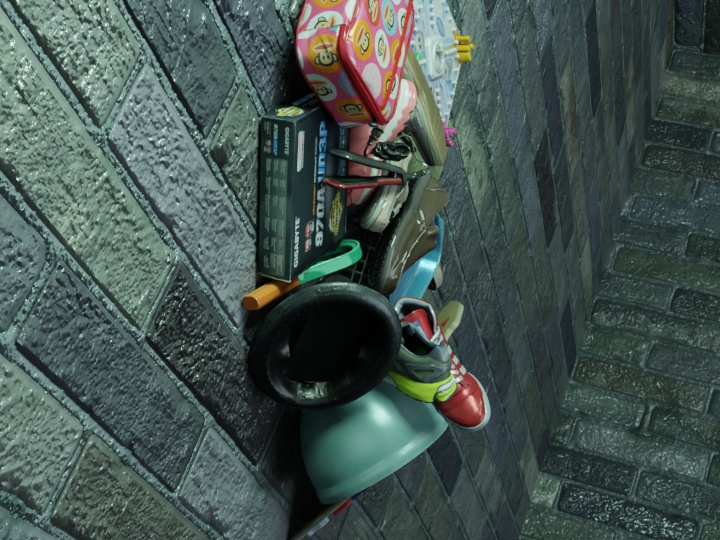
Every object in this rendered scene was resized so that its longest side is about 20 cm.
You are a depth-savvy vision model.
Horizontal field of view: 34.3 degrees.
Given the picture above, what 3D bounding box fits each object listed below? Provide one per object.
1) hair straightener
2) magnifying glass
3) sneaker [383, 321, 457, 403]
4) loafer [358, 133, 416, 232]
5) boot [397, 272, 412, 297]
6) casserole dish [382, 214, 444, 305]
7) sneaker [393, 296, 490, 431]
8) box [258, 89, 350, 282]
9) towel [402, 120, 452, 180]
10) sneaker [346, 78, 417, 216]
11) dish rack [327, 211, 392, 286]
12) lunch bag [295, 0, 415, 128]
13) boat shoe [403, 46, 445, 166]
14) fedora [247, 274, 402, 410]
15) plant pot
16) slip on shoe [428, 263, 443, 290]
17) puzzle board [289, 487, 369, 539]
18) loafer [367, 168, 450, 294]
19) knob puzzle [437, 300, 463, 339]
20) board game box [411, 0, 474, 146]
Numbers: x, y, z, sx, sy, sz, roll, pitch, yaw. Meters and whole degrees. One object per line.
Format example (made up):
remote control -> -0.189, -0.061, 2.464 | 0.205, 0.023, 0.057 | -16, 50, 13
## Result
hair straightener -> 0.029, -0.138, 1.432 | 0.200, 0.041, 0.077 | -4, 111, -52
magnifying glass -> -0.071, 0.002, 1.423 | 0.200, 0.080, 0.022 | -34, 117, -47
sneaker -> 0.035, 0.097, 1.490 | 0.074, 0.200, 0.081 | -37, 136, -50
loafer -> 0.044, -0.120, 1.556 | 0.072, 0.063, 0.200 | -46, -156, 38
boot -> 0.071, 0.044, 1.809 | 0.200, 0.075, 0.107 | 81, 16, -57
casserole dish -> 0.065, 0.001, 1.657 | 0.121, 0.039, 0.200 | 80, 32, -48
sneaker -> 0.102, 0.121, 1.567 | 0.071, 0.200, 0.112 | -33, 148, 1
box -> -0.065, -0.107, 1.391 | 0.159, 0.046, 0.200 | -41, 139, -58
towel -> 0.089, -0.182, 1.762 | 0.200, 0.036, 0.149 | 25, 80, -70
sneaker -> -0.008, -0.166, 1.501 | 0.087, 0.074, 0.200 | 23, 97, -25
dish rack -> 0.000, 0.000, 1.621 | 0.153, 0.055, 0.200 | 24, 82, -68
lunch bag -> 0.002, -0.269, 1.362 | 0.176, 0.082, 0.200 | 55, 40, -50
boat shoe -> 0.062, -0.224, 1.571 | 0.072, 0.065, 0.200 | -80, 151, -50
fedora -> -0.048, 0.075, 1.435 | 0.092, 0.200, 0.201 | -105, -170, -53
plant pot -> -0.003, 0.202, 1.563 | 0.134, 0.200, 0.200 | 58, 29, -1
slip on shoe -> 0.097, -0.041, 1.812 | 0.061, 0.076, 0.200 | -50, 144, -18
puzzle board -> -0.006, 0.311, 1.673 | 0.200, 0.017, 0.151 | -43, 175, 28
loafer -> 0.073, -0.046, 1.564 | 0.200, 0.071, 0.073 | -64, -169, -26
knob puzzle -> 0.112, 0.126, 1.860 | 0.220, 0.030, 0.220 | -51, -175, 6
board game box -> 0.114, -0.310, 1.693 | 0.200, 0.026, 0.200 | 55, 43, -55
